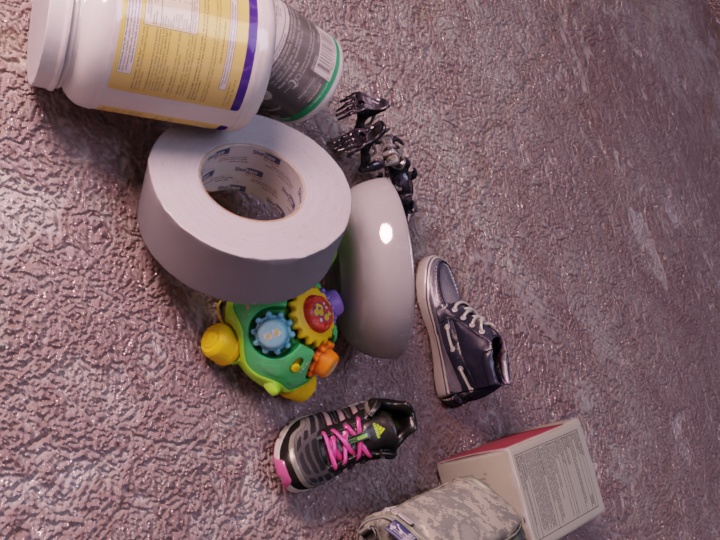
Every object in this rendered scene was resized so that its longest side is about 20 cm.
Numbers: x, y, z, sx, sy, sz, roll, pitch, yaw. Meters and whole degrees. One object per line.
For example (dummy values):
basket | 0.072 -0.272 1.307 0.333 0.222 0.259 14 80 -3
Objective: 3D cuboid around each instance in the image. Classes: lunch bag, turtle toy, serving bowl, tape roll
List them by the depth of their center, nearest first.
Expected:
tape roll | -0.111 -0.064 1.016 0.200 0.066 0.200 12 45 -13
turtle toy | -0.074 0.034 1.074 0.146 0.101 0.200 32 50 -40
lunch bag | 0.095 0.321 1.143 0.200 0.139 0.168 -8 65 -54
serving bowl | 0.000 0.000 1.146 0.066 0.200 0.200 -4 74 -15

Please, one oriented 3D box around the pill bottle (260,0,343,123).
pill bottle | -0.122 -0.249 1.133 0.200 0.113 0.113 27 54 -43

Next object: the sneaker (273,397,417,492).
sneaker | -0.009 0.176 1.105 0.200 0.087 0.074 -13 85 -54

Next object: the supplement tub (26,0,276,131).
supplement tub | -0.192 -0.212 0.958 0.200 0.145 0.146 7 67 -25

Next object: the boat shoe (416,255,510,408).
boat shoe | 0.136 0.069 1.337 0.075 0.093 0.200 4 72 -52

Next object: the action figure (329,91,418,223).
action figure | 0.012 -0.127 1.268 0.200 0.102 0.119 62 18 -58

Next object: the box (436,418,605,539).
box | 0.205 0.273 1.319 0.200 0.109 0.128 -5 78 -53
